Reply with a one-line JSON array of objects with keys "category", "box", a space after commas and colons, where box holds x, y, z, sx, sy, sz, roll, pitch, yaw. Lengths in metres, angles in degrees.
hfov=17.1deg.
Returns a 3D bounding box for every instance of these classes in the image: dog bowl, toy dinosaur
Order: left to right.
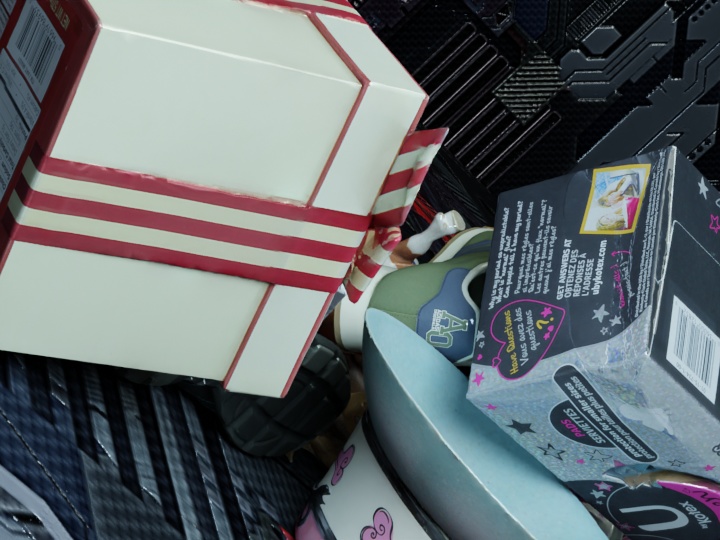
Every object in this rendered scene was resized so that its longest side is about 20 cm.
[{"category": "toy dinosaur", "box": [-0.007, 0.094, 1.360, 0.200, 0.060, 0.106, 42, -1, 31]}, {"category": "dog bowl", "box": [0.048, 0.165, 1.214, 0.200, 0.074, 0.200, 46, 9, -9]}]

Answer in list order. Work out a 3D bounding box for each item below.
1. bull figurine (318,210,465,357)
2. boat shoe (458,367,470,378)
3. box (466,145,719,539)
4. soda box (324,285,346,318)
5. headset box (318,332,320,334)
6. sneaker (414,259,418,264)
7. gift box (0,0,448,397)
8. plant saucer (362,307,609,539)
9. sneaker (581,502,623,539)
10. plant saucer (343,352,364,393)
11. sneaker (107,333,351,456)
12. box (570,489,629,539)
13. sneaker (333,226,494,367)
[{"category": "bull figurine", "box": [0.000, 0.000, 1.430, 0.200, 0.121, 0.065, 29, 38, -47]}, {"category": "boat shoe", "box": [0.127, 0.060, 1.393, 0.066, 0.201, 0.072, 60, 23, -53]}, {"category": "box", "box": [0.159, 0.052, 1.245, 0.200, 0.115, 0.132, 40, 48, -37]}, {"category": "soda box", "box": [-0.043, -0.006, 1.261, 0.068, 0.064, 0.200, 27, -18, -5]}, {"category": "headset box", "box": [-0.060, -0.032, 1.584, 0.149, 0.077, 0.200, 52, 9, 27]}, {"category": "sneaker", "box": [0.034, 0.029, 1.764, 0.199, 0.081, 0.115, 47, 10, 9]}, {"category": "gift box", "box": [-0.079, -0.068, 1.057, 0.187, 0.200, 0.185, 11, 32, -34]}, {"category": "plant saucer", "box": [0.059, 0.104, 1.168, 0.201, 0.039, 0.201, 46, 9, -9]}, {"category": "sneaker", "box": [0.096, 0.154, 1.393, 0.200, 0.100, 0.075, 42, 15, 11]}, {"category": "plant saucer", "box": [0.035, 0.114, 1.533, 0.200, 0.034, 0.200, 45, 8, -9]}, {"category": "sneaker", "box": [-0.074, 0.031, 1.222, 0.200, 0.075, 0.079, 38, 10, -51]}, {"category": "box", "box": [0.155, 0.146, 1.542, 0.200, 0.097, 0.176, 54, -16, 43]}, {"category": "sneaker", "box": [0.073, 0.020, 1.328, 0.090, 0.067, 0.200, 10, 12, 31]}]
